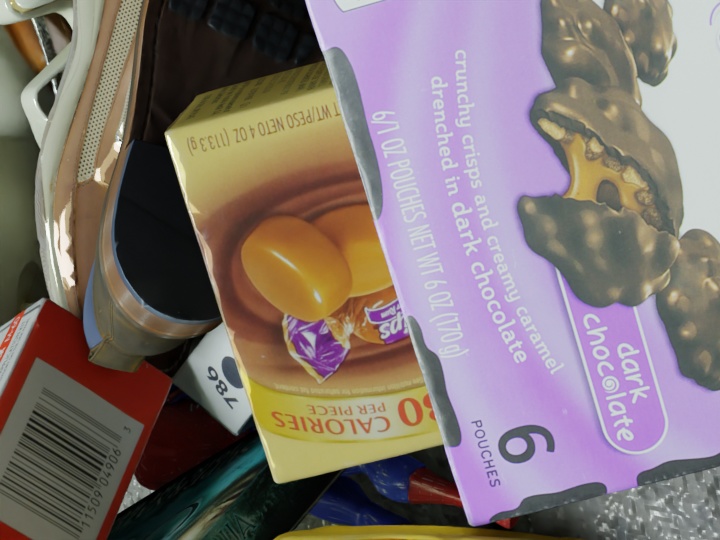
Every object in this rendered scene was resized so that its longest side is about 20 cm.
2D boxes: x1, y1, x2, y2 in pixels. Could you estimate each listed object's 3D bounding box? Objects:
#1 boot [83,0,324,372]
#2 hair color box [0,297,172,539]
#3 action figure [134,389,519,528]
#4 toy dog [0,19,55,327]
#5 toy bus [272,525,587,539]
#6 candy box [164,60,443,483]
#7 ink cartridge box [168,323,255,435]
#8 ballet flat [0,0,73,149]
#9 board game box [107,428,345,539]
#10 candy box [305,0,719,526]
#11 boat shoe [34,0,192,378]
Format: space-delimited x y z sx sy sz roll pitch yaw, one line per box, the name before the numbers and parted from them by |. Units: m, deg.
boot | -0.056 -0.058 0.845 0.075 0.200 0.097 24 153 -11
hair color box | -0.162 0.098 0.904 0.064 0.111 0.200 34 143 -19
action figure | -0.016 0.064 0.962 0.200 0.099 0.065 15 122 19
toy dog | -0.185 -0.027 1.017 0.139 0.200 0.194 -6 153 18
toy bus | 0.018 0.169 0.722 0.192 0.135 0.200 -153 67 -87
candy box | 0.055 -0.018 0.720 0.200 0.056 0.117 -14 103 11
ink cartridge box | 0.000 0.000 0.861 0.039 0.099 0.200 53 144 9
ballet flat | -0.113 -0.096 0.968 0.072 0.072 0.201 -4 108 52
board game box | -0.091 0.120 0.893 0.200 0.135 0.028 -34 98 39
candy box | 0.103 -0.041 0.641 0.200 0.072 0.168 -15 102 12
boat shoe | -0.072 -0.055 0.903 0.072 0.076 0.200 7 95 37
